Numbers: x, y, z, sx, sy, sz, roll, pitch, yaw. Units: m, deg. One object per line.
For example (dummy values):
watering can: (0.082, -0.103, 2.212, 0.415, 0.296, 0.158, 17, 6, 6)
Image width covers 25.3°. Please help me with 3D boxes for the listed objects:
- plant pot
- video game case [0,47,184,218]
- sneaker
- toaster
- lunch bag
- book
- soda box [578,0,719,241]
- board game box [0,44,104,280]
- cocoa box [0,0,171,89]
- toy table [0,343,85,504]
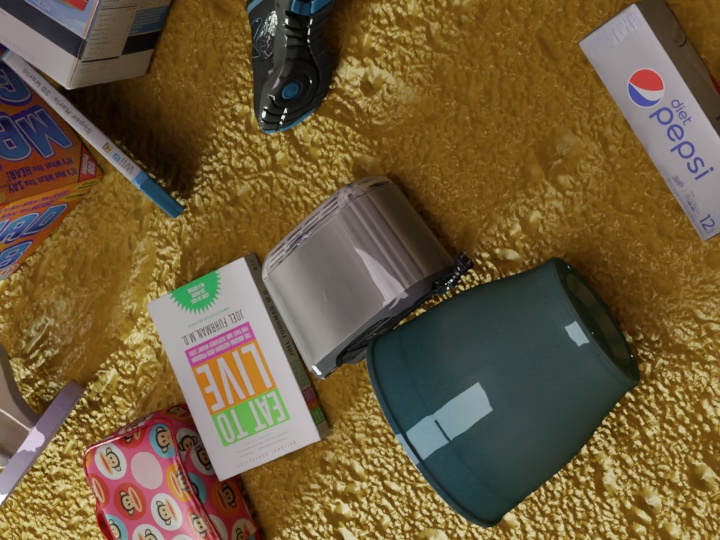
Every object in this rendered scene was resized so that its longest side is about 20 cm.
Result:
plant pot: (0.137, 0.092, 1.429, 0.187, 0.200, 0.201, -37, 84, 17)
video game case: (-0.268, -0.136, 1.622, 0.200, 0.143, 0.018, 42, 87, 13)
sneaker: (-0.070, -0.219, 1.514, 0.082, 0.073, 0.201, 50, 144, 32)
toaster: (0.000, 0.000, 1.518, 0.200, 0.113, 0.130, -41, 80, 33)
lunch bag: (-0.212, 0.257, 1.726, 0.175, 0.082, 0.202, -22, 92, 33)
book: (-0.124, 0.099, 1.660, 0.133, 0.048, 0.202, -24, 89, 28)
soda box: (0.271, -0.130, 1.354, 0.063, 0.068, 0.201, -34, 85, 33)
board game box: (-0.438, -0.103, 1.685, 0.200, 0.199, 0.201, -41, 82, 30)
cocoa box: (-0.302, -0.292, 1.596, 0.199, 0.133, 0.132, 34, 116, 17)
toy table: (-0.399, 0.168, 1.767, 0.117, 0.184, 0.201, 36, 111, -3)
